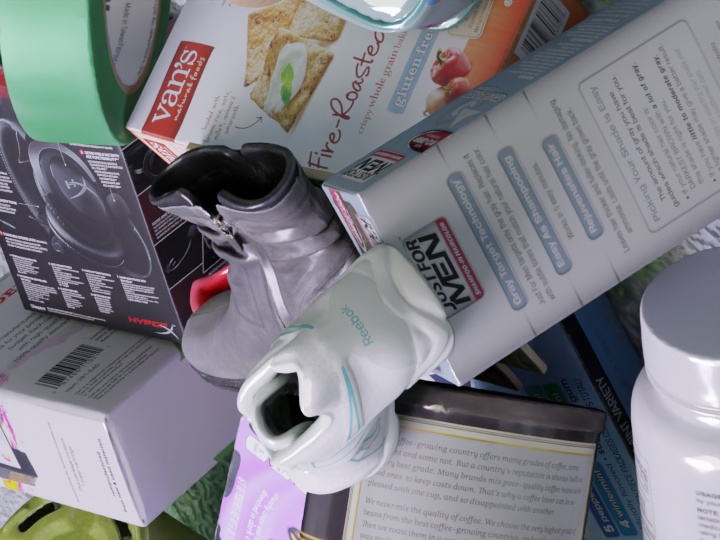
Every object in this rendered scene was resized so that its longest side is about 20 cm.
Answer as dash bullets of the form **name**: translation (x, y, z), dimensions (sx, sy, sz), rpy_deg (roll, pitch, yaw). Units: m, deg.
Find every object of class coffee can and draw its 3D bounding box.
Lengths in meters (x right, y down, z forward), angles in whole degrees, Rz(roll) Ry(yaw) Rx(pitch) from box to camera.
- **coffee can**: translation (0.037, 0.158, 1.163), dimensions (0.146, 0.146, 0.202), rpy_deg (7, 87, 41)

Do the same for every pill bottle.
- **pill bottle**: translation (0.191, 0.096, 1.131), dimensions (0.113, 0.113, 0.201), rpy_deg (17, 133, 35)

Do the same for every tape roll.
- **tape roll**: translation (-0.135, -0.164, 1.168), dimensions (0.048, 0.201, 0.201), rpy_deg (3, 129, 6)

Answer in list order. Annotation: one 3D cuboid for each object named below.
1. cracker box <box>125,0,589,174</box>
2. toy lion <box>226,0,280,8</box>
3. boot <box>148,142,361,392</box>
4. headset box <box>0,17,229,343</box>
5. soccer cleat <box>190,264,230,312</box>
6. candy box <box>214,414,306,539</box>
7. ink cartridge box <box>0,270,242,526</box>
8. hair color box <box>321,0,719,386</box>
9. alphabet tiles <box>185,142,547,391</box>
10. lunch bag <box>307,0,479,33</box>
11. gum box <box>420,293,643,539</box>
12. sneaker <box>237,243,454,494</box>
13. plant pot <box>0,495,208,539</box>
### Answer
- **cracker box**: translation (-0.004, -0.098, 1.140), dimensions (0.199, 0.135, 0.058), rpy_deg (16, 166, 36)
- **toy lion**: translation (-0.036, -0.221, 0.950), dimensions (0.199, 0.069, 0.192), rpy_deg (35, 112, -24)
- **boot**: translation (-0.055, -0.008, 1.127), dimensions (0.132, 0.070, 0.199), rpy_deg (41, 148, -25)
- **headset box**: translation (-0.159, -0.068, 1.372), dimensions (0.148, 0.077, 0.201), rpy_deg (9, 126, 40)
- **soccer cleat**: translation (-0.019, 0.003, 1.282), dimensions (0.200, 0.073, 0.069), rpy_deg (-22, 63, 54)
- **candy box**: translation (0.016, 0.171, 1.332), dimensions (0.199, 0.071, 0.168), rpy_deg (36, 141, 18)
- **ink cartridge box**: translation (-0.168, 0.068, 1.439), dimensions (0.199, 0.145, 0.084), rpy_deg (10, 127, 40)
- **hair color box**: translation (0.094, -0.046, 1.034), dimensions (0.099, 0.199, 0.061), rpy_deg (61, 168, -15)
- **alphabet tiles**: translation (0.000, 0.000, 1.165), dimensions (0.166, 0.006, 0.200), rpy_deg (15, 158, 40)
- **lunch bag**: translation (-0.015, -0.206, 1.070), dimensions (0.199, 0.077, 0.161), rpy_deg (33, 114, 22)
- **gum box**: translation (0.088, 0.099, 1.293), dimensions (0.199, 0.045, 0.171), rpy_deg (-12, 112, 48)
- **sneaker**: translation (-0.022, 0.056, 1.029), dimensions (0.071, 0.080, 0.201), rpy_deg (50, 157, 13)
- **plant pot**: translation (-0.141, 0.228, 1.456), dimensions (0.199, 0.201, 0.190), rpy_deg (16, 155, 36)
